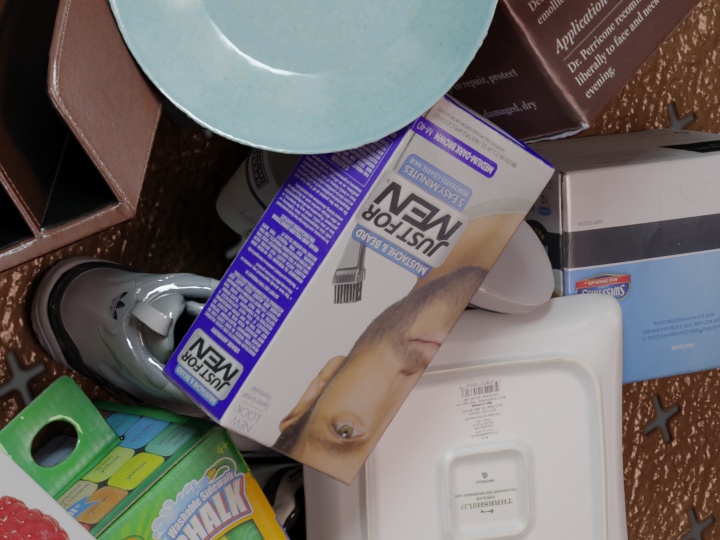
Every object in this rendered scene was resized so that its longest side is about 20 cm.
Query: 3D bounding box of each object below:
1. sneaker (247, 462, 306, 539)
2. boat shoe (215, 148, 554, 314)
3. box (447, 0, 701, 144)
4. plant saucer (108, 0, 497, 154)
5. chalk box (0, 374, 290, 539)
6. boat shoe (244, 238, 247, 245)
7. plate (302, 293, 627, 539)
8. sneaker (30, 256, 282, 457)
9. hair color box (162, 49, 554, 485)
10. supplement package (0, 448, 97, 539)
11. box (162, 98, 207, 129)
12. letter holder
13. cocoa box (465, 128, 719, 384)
[{"bbox_3d":[0.006,0.138,1.711,0.199,0.087,0.076,-13,101,-38],"label":"sneaker"},{"bbox_3d":[0.013,-0.016,1.621,0.199,0.066,0.072,17,54,-32],"label":"boat shoe"},{"bbox_3d":[0.064,-0.189,1.606,0.166,0.164,0.200,-46,111,-31],"label":"box"},{"bbox_3d":[-0.026,-0.159,1.468,0.039,0.200,0.202,-45,136,-79],"label":"plant saucer"},{"bbox_3d":[-0.123,0.153,1.587,0.125,0.124,0.201,-43,119,-27],"label":"chalk box"},{"bbox_3d":[-0.025,-0.068,1.660,0.076,0.071,0.201,16,83,-74],"label":"boat shoe"},{"bbox_3d":[0.065,0.121,1.653,0.198,0.032,0.201,-6,99,-20],"label":"plate"},{"bbox_3d":[-0.076,0.055,1.619,0.200,0.115,0.075,30,77,-36],"label":"sneaker"},{"bbox_3d":[0.000,0.000,1.524,0.109,0.065,0.201,28,98,-45],"label":"hair color box"},{"bbox_3d":[-0.213,0.162,1.457,0.200,0.120,0.121,44,48,-6],"label":"supplement package"},{"bbox_3d":[-0.082,-0.203,1.638,0.156,0.041,0.200,48,65,-31],"label":"box"},{"bbox_3d":[-0.173,-0.116,1.468,0.143,0.100,0.200,59,20,-28],"label":"letter holder"},{"bbox_3d":[0.155,-0.009,1.781,0.199,0.133,0.132,-8,101,-37],"label":"cocoa box"}]
